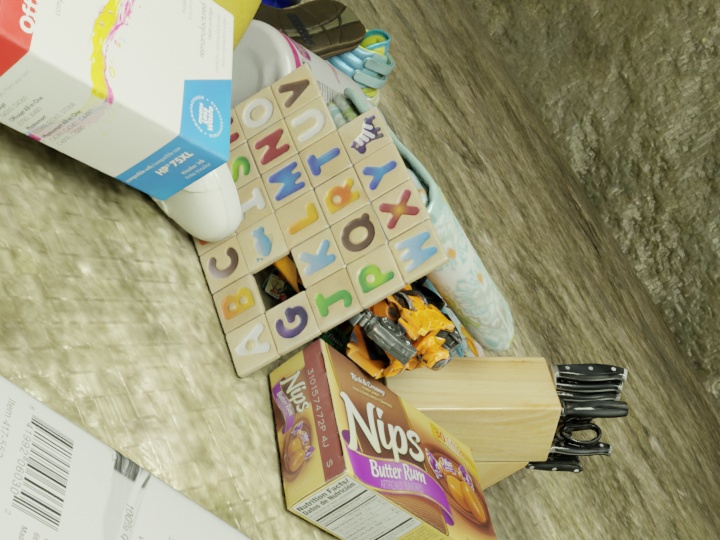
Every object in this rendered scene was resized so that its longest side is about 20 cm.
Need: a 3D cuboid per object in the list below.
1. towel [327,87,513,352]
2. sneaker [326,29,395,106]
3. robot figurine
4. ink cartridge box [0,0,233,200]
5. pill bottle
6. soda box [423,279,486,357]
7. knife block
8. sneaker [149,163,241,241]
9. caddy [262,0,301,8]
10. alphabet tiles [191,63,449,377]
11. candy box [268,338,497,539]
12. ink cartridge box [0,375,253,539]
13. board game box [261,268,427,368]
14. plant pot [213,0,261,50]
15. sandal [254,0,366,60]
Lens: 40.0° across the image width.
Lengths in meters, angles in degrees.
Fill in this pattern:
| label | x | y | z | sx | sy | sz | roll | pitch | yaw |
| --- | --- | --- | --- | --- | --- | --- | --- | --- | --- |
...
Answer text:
| label | x | y | z | sx | sy | sz | roll | pitch | yaw |
| --- | --- | --- | --- | --- | --- | --- | --- | --- | --- |
| towel | 0.048 | -0.046 | 0.804 | 0.171 | 0.048 | 0.201 | 50 | 7 | -41 |
| sneaker | 0.007 | -0.185 | 1.093 | 0.200 | 0.130 | 0.080 | 45 | 21 | -29 |
| robot figurine | -0.008 | 0.005 | 0.755 | 0.200 | 0.058 | 0.144 | 48 | 21 | 19 |
| ink cartridge box | -0.167 | -0.138 | 0.568 | 0.199 | 0.067 | 0.118 | 27 | 51 | -44 |
| pill bottle | -0.059 | -0.138 | 0.894 | 0.199 | 0.113 | 0.115 | 17 | 43 | -61 |
| soda box | 0.051 | 0.024 | 0.973 | 0.068 | 0.063 | 0.202 | 22 | 38 | -56 |
| knife block | 0.136 | 0.113 | 0.870 | 0.200 | 0.175 | 0.064 | 42 | 23 | -32 |
| sneaker | -0.164 | -0.089 | 0.669 | 0.201 | 0.072 | 0.085 | 53 | 43 | -13 |
| caddy | -0.093 | -0.320 | 1.014 | 0.105 | 0.141 | 0.200 | 50 | -6 | -2 |
| alphabet tiles | -0.047 | -0.049 | 0.709 | 0.008 | 0.166 | 0.202 | 41 | 22 | -61 |
| candy box | 0.021 | 0.149 | 0.723 | 0.200 | 0.056 | 0.118 | 42 | 23 | -38 |
| ink cartridge box | -0.121 | 0.140 | 0.364 | 0.200 | 0.085 | 0.148 | 45 | 23 | -32 |
| board game box | 0.000 | 0.000 | 0.858 | 0.104 | 0.024 | 0.200 | 37 | 32 | 2 |
| plant pot | -0.150 | -0.222 | 0.729 | 0.200 | 0.197 | 0.144 | -59 | 158 | -68 |
| sandal | -0.084 | -0.227 | 0.984 | 0.198 | 0.055 | 0.082 | -20 | 71 | -37 |
